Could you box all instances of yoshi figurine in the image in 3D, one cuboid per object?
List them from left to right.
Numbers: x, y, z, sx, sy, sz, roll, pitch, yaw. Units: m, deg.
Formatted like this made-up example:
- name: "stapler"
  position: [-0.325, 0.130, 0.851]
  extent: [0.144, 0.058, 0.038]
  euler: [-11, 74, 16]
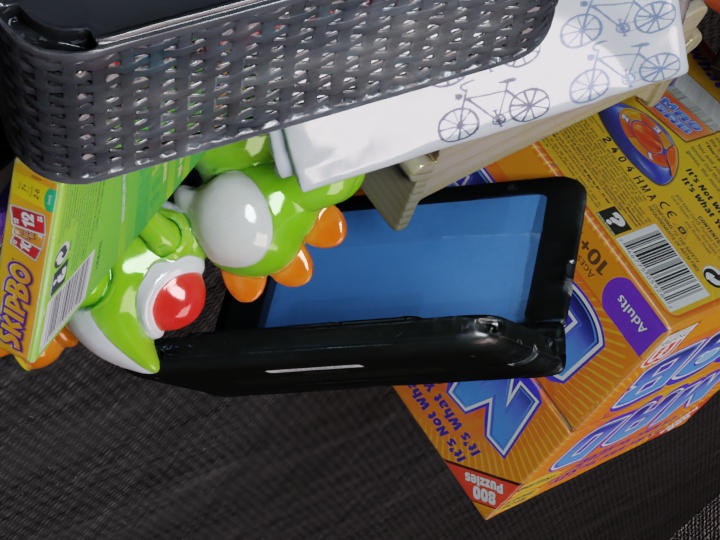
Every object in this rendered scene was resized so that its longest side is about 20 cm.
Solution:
- name: "yoshi figurine"
  position: [-0.099, -0.035, 1.027]
  extent: [0.199, 0.113, 0.112]
  euler: [-24, 127, 8]

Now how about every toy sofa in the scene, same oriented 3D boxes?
- name: "toy sofa"
  position: [0.080, -0.111, 1.137]
  extent: [0.199, 0.083, 0.098]
  euler: [-27, 159, -27]

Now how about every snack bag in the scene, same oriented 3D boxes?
- name: "snack bag"
  position: [0.039, -0.131, 0.884]
  extent: [0.187, 0.021, 0.201]
  euler: [-16, 135, -3]

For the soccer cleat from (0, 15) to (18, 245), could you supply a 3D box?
- name: "soccer cleat"
  position: [-0.152, -0.044, 0.906]
  extent: [0.073, 0.068, 0.200]
  euler: [-24, 157, -47]

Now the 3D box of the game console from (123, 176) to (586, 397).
- name: "game console"
  position: [0.000, 0.000, 1.103]
  extent: [0.199, 0.117, 0.176]
  euler: [-5, 169, 21]

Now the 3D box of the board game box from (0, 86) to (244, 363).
- name: "board game box"
  position: [-0.089, -0.058, 0.884]
  extent: [0.200, 0.030, 0.096]
  euler: [-53, 165, -47]

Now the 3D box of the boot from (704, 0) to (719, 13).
- name: "boot"
  position: [0.244, -0.212, 1.146]
  extent: [0.075, 0.107, 0.200]
  euler: [-10, 148, -51]

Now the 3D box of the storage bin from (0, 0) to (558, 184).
- name: "storage bin"
  position: [-0.036, -0.128, 0.719]
  extent: [0.199, 0.136, 0.094]
  euler: [-17, 159, -12]

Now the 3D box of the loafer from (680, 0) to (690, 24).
- name: "loafer"
  position: [0.113, -0.174, 1.014]
  extent: [0.071, 0.073, 0.201]
  euler: [-15, 130, -23]

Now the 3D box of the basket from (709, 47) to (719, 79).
- name: "basket"
  position: [0.305, -0.158, 1.229]
  extent: [0.200, 0.180, 0.136]
  euler: [-52, -158, 6]

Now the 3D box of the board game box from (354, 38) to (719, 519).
- name: "board game box"
  position: [0.131, -0.011, 1.298]
  extent: [0.199, 0.200, 0.200]
  euler: [-19, 156, -43]
